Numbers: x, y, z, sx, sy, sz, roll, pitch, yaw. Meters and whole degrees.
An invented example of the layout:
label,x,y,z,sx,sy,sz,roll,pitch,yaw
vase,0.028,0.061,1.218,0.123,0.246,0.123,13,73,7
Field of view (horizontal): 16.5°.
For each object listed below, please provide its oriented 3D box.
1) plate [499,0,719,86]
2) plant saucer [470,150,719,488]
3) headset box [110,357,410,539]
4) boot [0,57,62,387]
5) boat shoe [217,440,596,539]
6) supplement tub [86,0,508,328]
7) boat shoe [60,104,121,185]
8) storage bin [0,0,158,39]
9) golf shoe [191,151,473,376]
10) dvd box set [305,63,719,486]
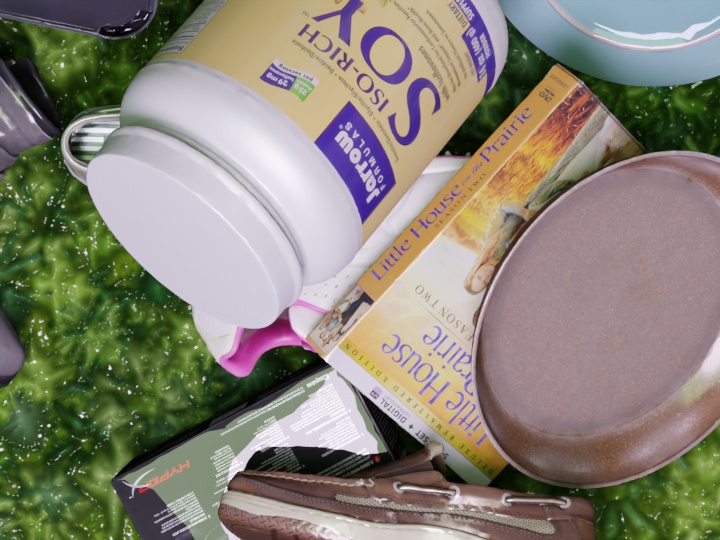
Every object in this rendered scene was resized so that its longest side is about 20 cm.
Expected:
label,x,y,z,sx,sy,sz,roll,pitch,yaw
plate,0.156,-0.182,1.326,0.199,0.026,0.201,4,124,6
plant saucer,0.141,0.023,1.342,0.199,0.032,0.201,-13,120,-22
headset box,-0.025,0.165,1.392,0.148,0.077,0.201,-29,93,7
boot,-0.217,-0.045,1.391,0.131,0.070,0.201,-35,93,9
boat shoe,0.028,0.128,1.321,0.201,0.075,0.075,14,69,1
supplement tub,-0.033,-0.084,1.280,0.145,0.145,0.200,39,66,0
boat shoe,-0.070,-0.064,1.381,0.199,0.062,0.073,-3,95,4
storage bin,-0.187,-0.211,1.241,0.199,0.094,0.136,11,129,-5
golf shoe,0.000,0.000,1.363,0.199,0.075,0.092,-18,54,11
dvd box set,0.085,0.007,1.345,0.200,0.029,0.146,-47,125,1
